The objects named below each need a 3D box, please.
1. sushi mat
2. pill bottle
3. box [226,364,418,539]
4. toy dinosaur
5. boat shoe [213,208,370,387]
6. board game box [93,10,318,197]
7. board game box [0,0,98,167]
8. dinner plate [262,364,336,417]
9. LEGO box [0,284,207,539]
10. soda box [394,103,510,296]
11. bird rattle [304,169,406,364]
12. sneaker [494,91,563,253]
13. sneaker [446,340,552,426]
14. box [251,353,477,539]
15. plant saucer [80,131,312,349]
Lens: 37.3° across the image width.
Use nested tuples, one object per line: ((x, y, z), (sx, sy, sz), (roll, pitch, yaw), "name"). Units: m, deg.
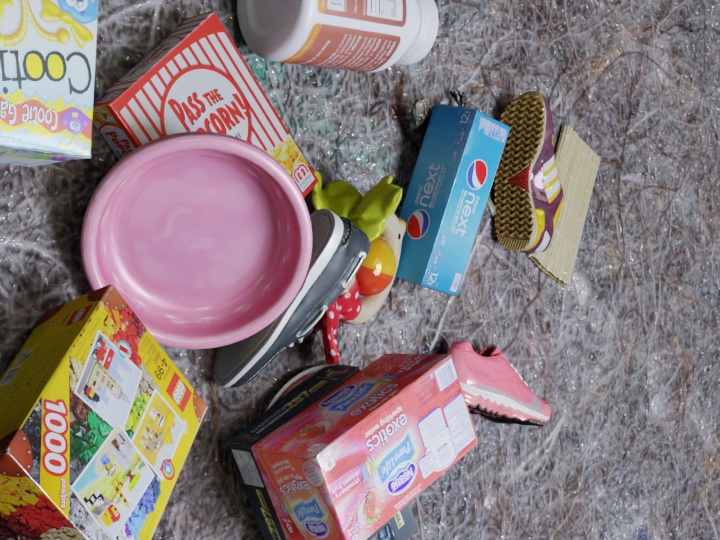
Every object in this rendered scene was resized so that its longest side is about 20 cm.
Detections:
((0.277, -0.087, 1.441), (0.096, 0.012, 0.201), (33, 67, -40), "sushi mat")
((-0.017, -0.260, 1.083), (0.199, 0.112, 0.113), (-3, 92, -45), "pill bottle")
((-0.033, 0.219, 1.073), (0.157, 0.051, 0.201), (-34, 112, -39), "box")
((0.120, -0.157, 1.267), (0.200, 0.047, 0.088), (42, 71, -38), "toy dinosaur")
((-0.064, 0.037, 1.013), (0.060, 0.076, 0.200), (29, 107, -38), "boat shoe")
((-0.143, -0.115, 1.002), (0.152, 0.046, 0.200), (-52, 123, -32), "board game box")
((-0.274, -0.190, 0.833), (0.103, 0.105, 0.201), (5, 87, -45), "board game box")
((-0.042, 0.199, 1.116), (0.200, 0.024, 0.201), (0, 90, -45), "dinner plate")
((-0.218, 0.134, 0.847), (0.149, 0.077, 0.200), (57, 27, -26), "LEGO box")
((0.096, -0.079, 1.193), (0.064, 0.068, 0.201), (18, 91, -44), "soda box")
((0.000, 0.000, 1.109), (0.163, 0.112, 0.201), (10, 88, -62), "bird rattle")
((0.216, -0.122, 1.348), (0.090, 0.075, 0.201), (3, 94, -53), "sneaker")
((0.172, 0.137, 1.293), (0.200, 0.074, 0.087), (22, 73, -42), "sneaker")
((0.009, 0.166, 1.015), (0.200, 0.094, 0.103), (-32, 109, -41), "box")
((-0.143, -0.029, 0.941), (0.199, 0.051, 0.202), (-5, 116, -10), "plant saucer")
